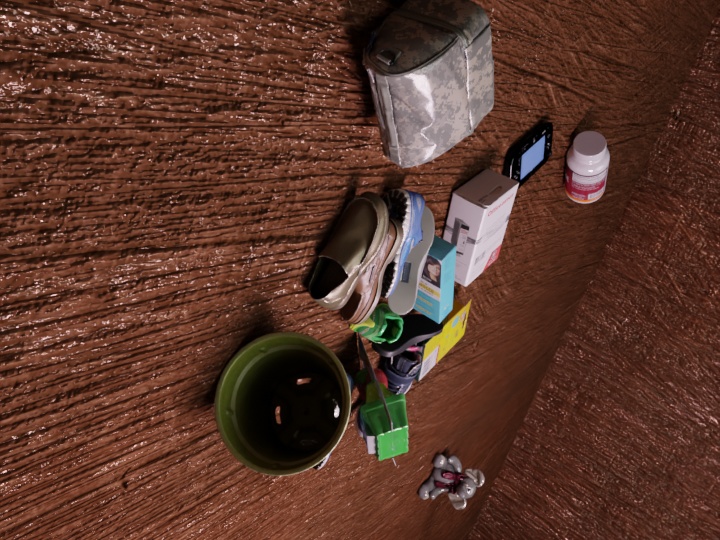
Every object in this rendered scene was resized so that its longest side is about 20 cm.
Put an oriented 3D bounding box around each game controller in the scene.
[{"bbox_3d":[0.386,-0.260,1.623,0.200,0.042,0.105,-41,148,-35],"label":"game controller"}]

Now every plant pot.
[{"bbox_3d":[-0.100,0.209,1.093,0.201,0.199,0.184,-56,166,-8],"label":"plant pot"}]

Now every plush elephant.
[{"bbox_3d":[0.307,0.692,2.313,0.199,0.154,0.166,10,108,-62],"label":"plush elephant"}]

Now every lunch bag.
[{"bbox_3d":[0.085,-0.258,0.975,0.168,0.139,0.201,-50,151,-22],"label":"lunch bag"}]

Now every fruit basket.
[{"bbox_3d":[0.025,0.250,1.353,0.093,0.201,0.186,-20,143,-13],"label":"fruit basket"}]

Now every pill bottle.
[{"bbox_3d":[0.615,-0.282,1.929,0.113,0.112,0.201,-51,153,-17],"label":"pill bottle"}]

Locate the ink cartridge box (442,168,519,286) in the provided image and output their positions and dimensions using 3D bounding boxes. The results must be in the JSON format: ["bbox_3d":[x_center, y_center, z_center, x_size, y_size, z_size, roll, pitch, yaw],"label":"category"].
[{"bbox_3d":[0.243,-0.092,1.489,0.146,0.082,0.202,-35,145,-42],"label":"ink cartridge box"}]

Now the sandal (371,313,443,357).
[{"bbox_3d":[0.095,0.141,1.479,0.199,0.075,0.046,-21,132,-42],"label":"sandal"}]

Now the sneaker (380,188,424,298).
[{"bbox_3d":[0.069,-0.043,1.222,0.089,0.078,0.202,-9,125,-44],"label":"sneaker"}]

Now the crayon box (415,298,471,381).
[{"bbox_3d":[0.181,0.151,1.660,0.200,0.051,0.128,-37,146,-38],"label":"crayon box"}]

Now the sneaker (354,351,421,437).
[{"bbox_3d":[0.059,0.246,1.493,0.203,0.076,0.147,-51,166,-39],"label":"sneaker"}]

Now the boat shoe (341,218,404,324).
[{"bbox_3d":[0.000,0.000,1.177,0.067,0.072,0.202,0,119,-41],"label":"boat shoe"}]

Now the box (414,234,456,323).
[{"bbox_3d":[0.141,0.014,1.416,0.049,0.082,0.201,-44,149,-28],"label":"box"}]

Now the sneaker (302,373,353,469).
[{"bbox_3d":[-0.055,0.280,1.322,0.089,0.078,0.202,-9,124,-55],"label":"sneaker"}]

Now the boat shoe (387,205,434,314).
[{"bbox_3d":[0.085,-0.022,1.304,0.072,0.069,0.203,-117,-141,-84],"label":"boat shoe"}]

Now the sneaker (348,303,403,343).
[{"bbox_3d":[0.039,0.106,1.317,0.075,0.083,0.200,-61,162,5],"label":"sneaker"}]

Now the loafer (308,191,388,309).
[{"bbox_3d":[-0.020,-0.026,1.095,0.067,0.076,0.202,-10,125,-65],"label":"loafer"}]
